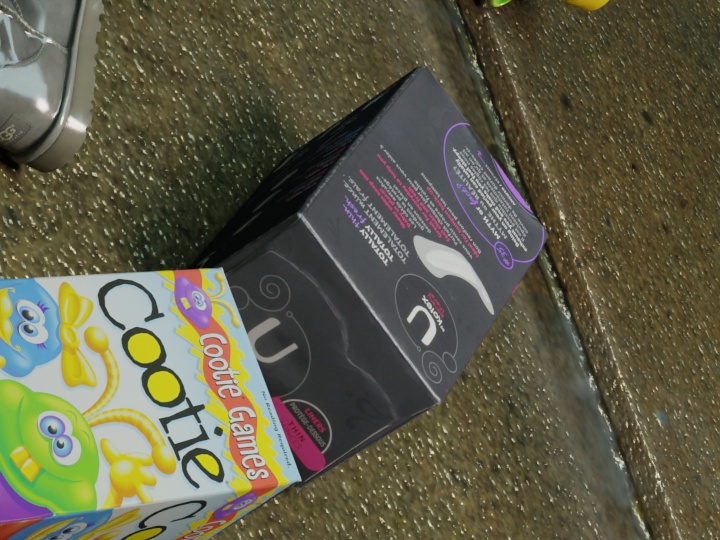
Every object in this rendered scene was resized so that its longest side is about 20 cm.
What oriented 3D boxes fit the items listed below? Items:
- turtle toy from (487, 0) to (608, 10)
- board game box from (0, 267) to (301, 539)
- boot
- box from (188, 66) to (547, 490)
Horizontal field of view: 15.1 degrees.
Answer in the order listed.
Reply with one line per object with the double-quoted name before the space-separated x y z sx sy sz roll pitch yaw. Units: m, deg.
"turtle toy" 0.113 -0.270 1.793 0.145 0.101 0.201 23 84 -48
"board game box" -0.139 0.069 1.104 0.199 0.103 0.106 -3 66 -49
"boot" -0.211 -0.150 1.267 0.199 0.072 0.183 26 41 -35
"box" 0.000 0.000 1.407 0.123 0.106 0.200 53 31 -9
